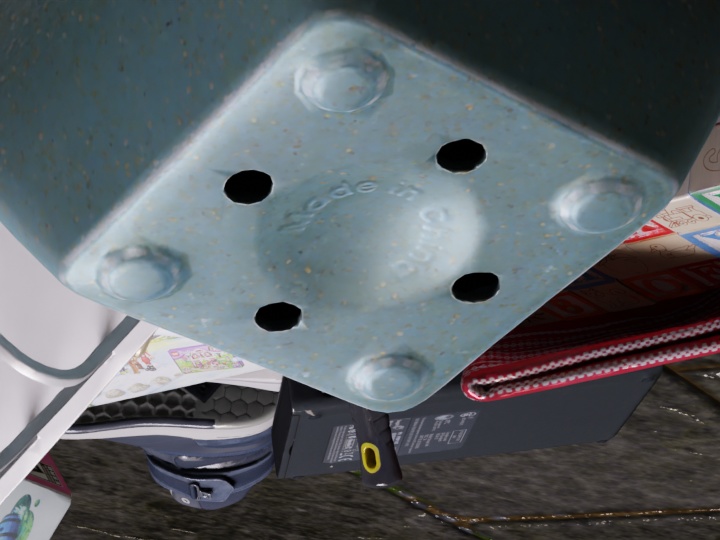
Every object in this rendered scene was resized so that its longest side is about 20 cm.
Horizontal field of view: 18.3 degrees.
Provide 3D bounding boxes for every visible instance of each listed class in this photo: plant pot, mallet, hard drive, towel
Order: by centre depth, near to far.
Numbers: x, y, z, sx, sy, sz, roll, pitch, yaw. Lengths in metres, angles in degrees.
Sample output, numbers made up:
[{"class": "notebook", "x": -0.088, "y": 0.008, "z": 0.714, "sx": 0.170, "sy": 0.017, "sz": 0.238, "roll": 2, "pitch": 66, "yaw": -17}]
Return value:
[{"class": "plant pot", "x": -0.008, "y": -0.083, "z": 0.601, "sx": 0.195, "sy": 0.200, "sz": 0.196, "roll": 24, "pitch": 131, "yaw": -32}, {"class": "mallet", "x": 0.000, "y": 0.000, "z": 0.961, "sx": 0.066, "sy": 0.201, "sz": 0.041, "roll": -8, "pitch": -163, "yaw": 32}, {"class": "towel", "x": 0.116, "y": 0.030, "z": 1.015, "sx": 0.144, "sy": 0.023, "sz": 0.200, "roll": -13, "pitch": -179, "yaw": 3}, {"class": "hard drive", "x": 0.055, "y": 0.073, "z": 1.219, "sx": 0.199, "sy": 0.033, "sz": 0.140, "roll": -6, "pitch": 161, "yaw": -8}]

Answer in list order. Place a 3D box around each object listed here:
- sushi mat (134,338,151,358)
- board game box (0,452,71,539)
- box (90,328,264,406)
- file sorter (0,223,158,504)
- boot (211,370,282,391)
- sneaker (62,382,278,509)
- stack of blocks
[{"class": "sushi mat", "x": -0.088, "y": -0.025, "z": 0.909, "sx": 0.095, "sy": 0.012, "sz": 0.200, "roll": -8, "pitch": 145, "yaw": -39}, {"class": "board game box", "x": -0.232, "y": 0.050, "z": 0.910, "sx": 0.200, "sy": 0.064, "sz": 0.148, "roll": 24, "pitch": -168, "yaw": -33}, {"class": "box", "x": -0.128, "y": -0.002, "z": 1.008, "sx": 0.199, "sy": 0.039, "sz": 0.137, "roll": -13, "pitch": 129, "yaw": 20}, {"class": "file sorter", "x": -0.144, "y": 0.004, "z": 0.705, "sx": 0.139, "sy": 0.125, "sz": 0.200, "roll": 42, "pitch": 116, "yaw": -3}, {"class": "boot", "x": -0.106, "y": 0.019, "z": 1.195, "sx": 0.199, "sy": 0.074, "sz": 0.096, "roll": -1, "pitch": 152, "yaw": 4}, {"class": "sneaker", "x": -0.145, "y": 0.091, "z": 1.371, "sx": 0.202, "sy": 0.077, "sz": 0.146, "roll": 8, "pitch": 157, "yaw": 1}, {"class": "stack of blocks", "x": 0.106, "y": -0.034, "z": 0.958, "sx": 0.115, "sy": 0.059, "sz": 0.200, "roll": 26, "pitch": 154, "yaw": -37}]
